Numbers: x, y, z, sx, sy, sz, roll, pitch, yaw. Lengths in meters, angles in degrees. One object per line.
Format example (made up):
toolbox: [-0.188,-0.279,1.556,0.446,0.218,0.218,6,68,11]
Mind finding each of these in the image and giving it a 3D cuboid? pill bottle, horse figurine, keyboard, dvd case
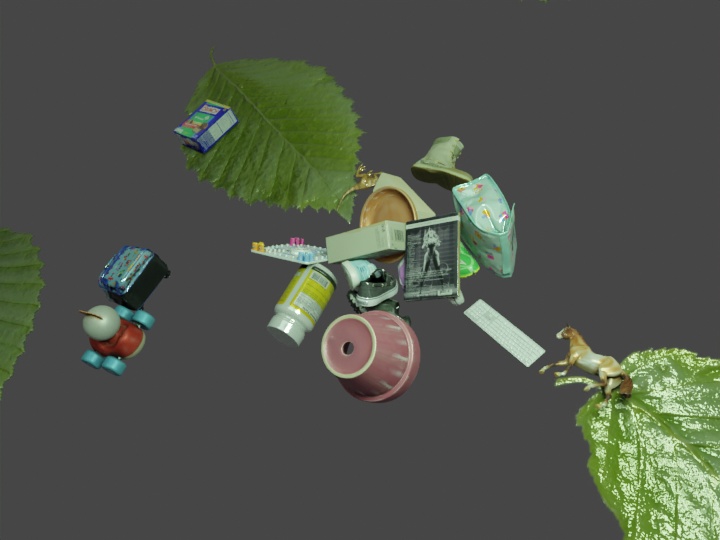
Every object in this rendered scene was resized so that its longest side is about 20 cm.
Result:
pill bottle: [-0.150,0.087,1.358,0.113,0.115,0.202,14,59,30]
horse figurine: [0.457,0.195,1.056,0.131,0.051,0.199,-31,37,-26]
keyboard: [0.320,0.137,1.193,0.056,0.011,0.200,-39,49,-10]
dvd case: [0.171,-0.031,1.274,0.147,0.016,0.204,-8,73,36]

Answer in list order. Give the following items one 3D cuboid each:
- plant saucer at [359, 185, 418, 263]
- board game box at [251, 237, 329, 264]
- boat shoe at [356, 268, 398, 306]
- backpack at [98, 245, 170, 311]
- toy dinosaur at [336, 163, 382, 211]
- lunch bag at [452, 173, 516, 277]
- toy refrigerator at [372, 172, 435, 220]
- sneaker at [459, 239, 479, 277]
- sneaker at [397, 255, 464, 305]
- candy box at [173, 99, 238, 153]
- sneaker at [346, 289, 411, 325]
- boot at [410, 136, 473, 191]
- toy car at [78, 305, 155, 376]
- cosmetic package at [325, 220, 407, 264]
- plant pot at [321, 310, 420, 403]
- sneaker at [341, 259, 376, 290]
plant saucer: [0.079,-0.121,1.414,0.198,0.037,0.205,1,92,44]
board game box: [-0.161,-0.057,1.444,0.197,0.026,0.199,12,14,31]
boat shoe: [0.043,0.029,1.285,0.069,0.068,0.199,11,16,24]
backpack: [-0.721,0.015,1.641,0.197,0.135,0.184,11,57,32]
toy dinosaur: [0.009,-0.263,1.605,0.196,0.061,0.108,-15,51,11]
lunch bag: [0.311,-0.100,1.275,0.120,0.172,0.202,-23,49,-2]
toy refrigerator: [0.117,-0.187,1.478,0.201,0.075,0.071,54,126,41]
sneaker: [0.224,-0.058,1.337,0.073,0.084,0.201,-31,49,-4]
sneaker: [0.166,0.035,1.311,0.114,0.072,0.201,-44,53,11]
candy box: [-0.608,-0.571,2.093,0.168,0.078,0.201,25,65,36]
sneaker: [0.049,0.099,1.302,0.090,0.067,0.199,-40,53,-15]
boot: [0.263,-0.313,1.534,0.198,0.073,0.155,23,62,35]
toy car: [-0.718,0.157,1.480,0.174,0.201,0.186,8,56,27]
cosmetic package: [0.018,-0.068,1.366,0.197,0.103,0.075,-11,83,35]
plant pot: [0.011,0.176,1.140,0.196,0.179,0.204,-8,71,23]
sneaker: [0.000,0.000,1.331,0.081,0.075,0.200,-22,5,0]
